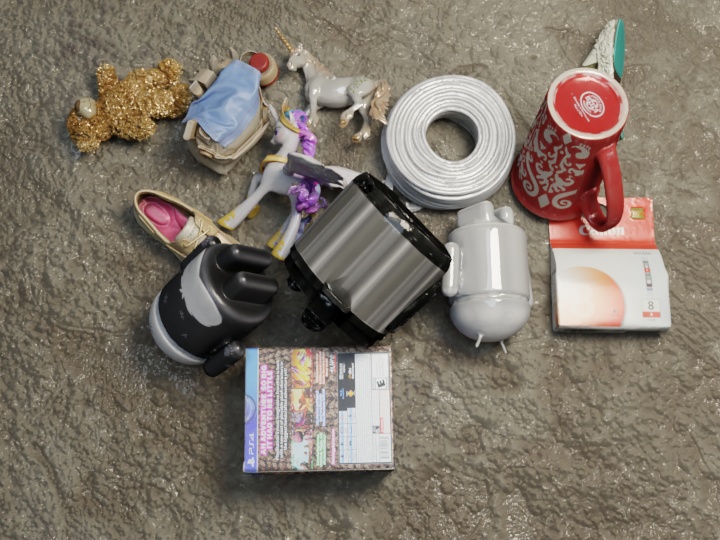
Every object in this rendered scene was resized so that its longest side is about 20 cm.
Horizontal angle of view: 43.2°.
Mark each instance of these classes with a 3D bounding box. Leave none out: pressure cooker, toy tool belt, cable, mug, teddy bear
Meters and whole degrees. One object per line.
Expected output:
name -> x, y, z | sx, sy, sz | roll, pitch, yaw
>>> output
pressure cooker -> -0.002, -0.002, 1.179 | 0.200, 0.175, 0.179 | -46, 49, 7
toy tool belt -> -0.187, -0.250, 1.310 | 0.124, 0.123, 0.202 | 25, 77, 15
cable -> 0.128, -0.189, 1.327 | 0.196, 0.069, 0.203 | -3, 75, 0
mug -> 0.306, -0.163, 1.242 | 0.176, 0.201, 0.134 | 31, 69, 12
teddy bear -> -0.345, -0.250, 1.347 | 0.197, 0.067, 0.147 | -8, 73, -2

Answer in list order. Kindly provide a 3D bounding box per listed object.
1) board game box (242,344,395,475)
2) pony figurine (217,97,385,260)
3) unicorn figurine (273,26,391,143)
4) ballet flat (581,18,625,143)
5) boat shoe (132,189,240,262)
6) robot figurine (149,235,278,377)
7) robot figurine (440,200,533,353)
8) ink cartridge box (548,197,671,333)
board game box -> -0.054, 0.189, 1.216 | 0.196, 0.097, 0.162 | -1, 75, 0
pony figurine -> -0.087, -0.120, 1.274 | 0.191, 0.166, 0.202 | 29, 98, 21
unicorn figurine -> -0.047, -0.263, 1.349 | 0.197, 0.074, 0.139 | 12, 68, 3
ballet flat -> 0.359, -0.282, 1.354 | 0.070, 0.072, 0.203 | 5, 75, 2
boat shoe -> -0.244, -0.050, 1.293 | 0.198, 0.069, 0.074 | 30, 77, 8
robot figurine -> -0.195, 0.044, 1.212 | 0.125, 0.199, 0.151 | 42, 35, -16
robot figurine -> 0.176, 0.010, 1.253 | 0.168, 0.112, 0.203 | 10, 72, -33
ink cartridge box -> 0.352, -0.013, 1.291 | 0.159, 0.050, 0.204 | 1, 79, 0
